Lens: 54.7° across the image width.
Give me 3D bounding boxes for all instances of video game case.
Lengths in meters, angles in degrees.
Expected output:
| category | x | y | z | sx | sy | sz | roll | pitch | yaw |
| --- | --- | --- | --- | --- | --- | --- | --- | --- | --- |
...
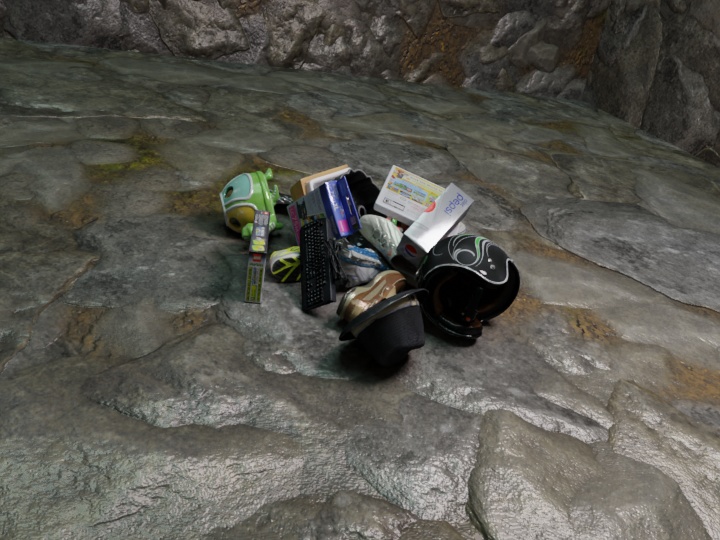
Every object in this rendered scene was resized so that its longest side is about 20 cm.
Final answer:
| category | x | y | z | sx | sy | sz | roll | pitch | yaw |
| --- | --- | --- | --- | --- | --- | --- | --- | --- | --- |
| video game case | 0.141 | -0.153 | 1.603 | 0.197 | 0.023 | 0.183 | 24 | 39 | 0 |

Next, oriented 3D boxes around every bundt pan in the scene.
| category | x | y | z | sx | sy | sz | roll | pitch | yaw |
| --- | --- | --- | --- | --- | --- | --- | --- | --- | --- |
| bundt pan | -0.023 | -0.126 | 1.602 | 0.075 | 0.206 | 0.201 | -11 | 10 | 37 |

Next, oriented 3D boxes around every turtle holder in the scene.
| category | x | y | z | sx | sy | sz | roll | pitch | yaw |
| --- | --- | --- | --- | --- | --- | --- | --- | --- | --- |
| turtle holder | -0.251 | -0.136 | 1.606 | 0.129 | 0.141 | 0.189 | -12 | 71 | -12 |

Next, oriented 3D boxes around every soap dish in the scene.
| category | x | y | z | sx | sy | sz | roll | pitch | yaw |
| --- | --- | --- | --- | --- | --- | --- | --- | --- | --- |
| soap dish | -0.080 | -0.156 | 1.667 | 0.080 | 0.161 | 0.199 | -7 | 13 | 34 |

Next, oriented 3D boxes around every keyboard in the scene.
| category | x | y | z | sx | sy | sz | roll | pitch | yaw |
| --- | --- | --- | --- | --- | --- | --- | --- | --- | --- |
| keyboard | -0.083 | -0.025 | 1.383 | 0.102 | 0.040 | 0.204 | -19 | 57 | 20 |

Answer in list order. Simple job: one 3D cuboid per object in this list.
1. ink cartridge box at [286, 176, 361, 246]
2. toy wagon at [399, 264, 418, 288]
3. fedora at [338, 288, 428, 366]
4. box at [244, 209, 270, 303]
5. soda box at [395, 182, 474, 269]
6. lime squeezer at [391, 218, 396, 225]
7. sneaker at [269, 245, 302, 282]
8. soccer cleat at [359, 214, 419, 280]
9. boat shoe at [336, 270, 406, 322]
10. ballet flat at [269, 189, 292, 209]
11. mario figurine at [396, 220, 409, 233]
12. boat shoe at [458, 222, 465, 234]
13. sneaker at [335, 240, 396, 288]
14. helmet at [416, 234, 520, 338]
| category | x | y | z | sx | sy | sz | roll | pitch | yaw |
| --- | --- | --- | --- | --- | --- | --- | --- | --- | --- |
| ink cartridge box | -0.083 | -0.114 | 1.504 | 0.041 | 0.122 | 0.198 | -14 | -5 | -41 |
| toy wagon | 0.154 | -0.013 | 1.600 | 0.152 | 0.040 | 0.201 | 8 | 26 | -7 |
| fedora | 0.057 | 0.112 | 1.232 | 0.198 | 0.200 | 0.093 | -16 | 72 | -42 |
| box | -0.209 | -0.033 | 1.417 | 0.034 | 0.112 | 0.201 | 6 | 26 | -8 |
| soda box | 0.161 | -0.098 | 1.492 | 0.068 | 0.064 | 0.200 | 38 | 56 | 9 |
| lime squeezer | 0.101 | -0.115 | 1.797 | 0.198 | 0.038 | 0.071 | -19 | 71 | -46 |
| sneaker | -0.101 | -0.027 | 1.488 | 0.196 | 0.077 | 0.077 | -1 | 29 | -26 |
| soccer cleat | 0.068 | -0.053 | 1.512 | 0.198 | 0.070 | 0.077 | 35 | 43 | 16 |
| boat shoe | 0.035 | 0.063 | 1.377 | 0.073 | 0.077 | 0.199 | 35 | 37 | 23 |
| ballet flat | -0.164 | -0.160 | 1.769 | 0.195 | 0.058 | 0.067 | 10 | -17 | -5 |
| mario figurine | 0.138 | -0.080 | 1.626 | 0.123 | 0.106 | 0.201 | 37 | 15 | -45 |
| boat shoe | 0.203 | -0.125 | 1.793 | 0.197 | 0.071 | 0.071 | -2 | 31 | -36 |
| sneaker | 0.000 | 0.000 | 1.482 | 0.198 | 0.088 | 0.075 | 18 | 21 | -48 |
| helmet | 0.215 | 0.022 | 1.390 | 0.196 | 0.204 | 0.191 | 18 | 28 | 16 |
